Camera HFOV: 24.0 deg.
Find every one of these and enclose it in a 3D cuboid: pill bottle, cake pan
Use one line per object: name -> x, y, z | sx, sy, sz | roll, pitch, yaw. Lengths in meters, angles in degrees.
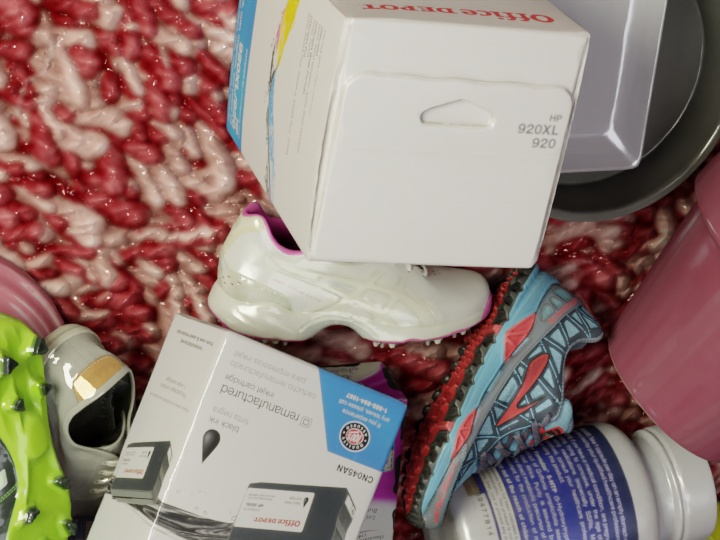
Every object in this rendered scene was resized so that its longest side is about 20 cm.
pill bottle -> 0.153, 0.177, 1.244 | 0.199, 0.120, 0.120 | -13, 120, -13
cake pan -> 0.162, -0.131, 1.136 | 0.199, 0.037, 0.202 | -8, 119, -15

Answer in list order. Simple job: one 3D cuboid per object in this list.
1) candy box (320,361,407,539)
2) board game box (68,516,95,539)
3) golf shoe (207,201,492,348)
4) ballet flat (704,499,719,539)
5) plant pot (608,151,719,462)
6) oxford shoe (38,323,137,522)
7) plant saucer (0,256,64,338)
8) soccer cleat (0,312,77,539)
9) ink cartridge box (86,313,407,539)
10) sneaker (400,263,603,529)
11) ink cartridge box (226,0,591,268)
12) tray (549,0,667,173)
candy box -> -0.046, 0.169, 1.203 | 0.135, 0.061, 0.201 | -4, 116, -19
board game box -> -0.222, 0.225, 1.140 | 0.199, 0.062, 0.200 | 30, 118, -26
golf shoe -> 0.000, 0.000, 1.127 | 0.199, 0.075, 0.092 | 1, 113, -21
ballet flat -> 0.221, 0.241, 1.333 | 0.199, 0.067, 0.067 | -16, 121, -12
plant pot -> 0.279, 0.030, 1.184 | 0.199, 0.201, 0.179 | 27, 120, -29
oxford shoe -> -0.169, 0.116, 1.103 | 0.075, 0.058, 0.201 | -42, 149, -28
plant saucer -> -0.280, 0.079, 1.079 | 0.199, 0.051, 0.202 | -8, 118, -15
soccer cleat -> -0.224, 0.120, 1.038 | 0.067, 0.081, 0.202 | -26, 118, -54
ink cartridge box -> -0.078, 0.148, 1.065 | 0.144, 0.084, 0.201 | 24, 85, -30
sneaker -> 0.102, 0.097, 1.165 | 0.095, 0.079, 0.201 | 31, 81, -7
ink cartridge box -> 0.018, -0.108, 1.000 | 0.146, 0.200, 0.146 | 1, 116, -20
tray -> 0.143, -0.158, 1.079 | 0.107, 0.022, 0.201 | -4, 118, -18
